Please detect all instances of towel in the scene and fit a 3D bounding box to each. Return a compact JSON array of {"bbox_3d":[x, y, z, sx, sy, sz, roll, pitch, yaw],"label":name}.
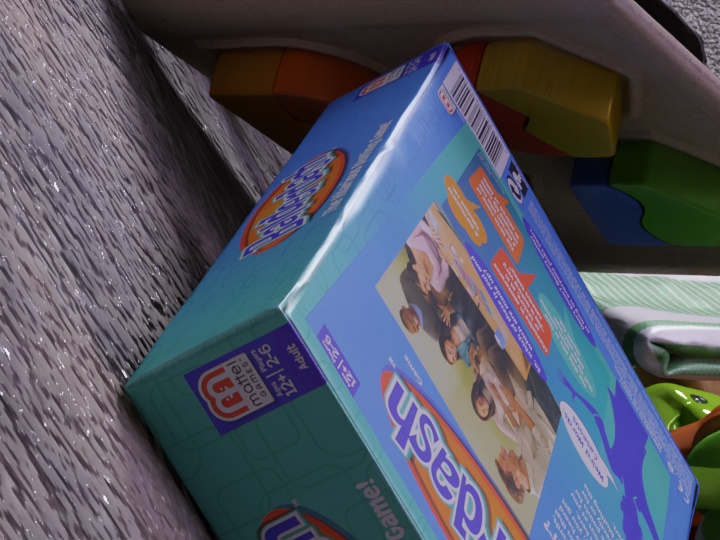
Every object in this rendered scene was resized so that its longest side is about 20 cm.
[{"bbox_3d":[0.112,-0.010,0.966,0.152,0.024,0.200,3,26,-32],"label":"towel"}]

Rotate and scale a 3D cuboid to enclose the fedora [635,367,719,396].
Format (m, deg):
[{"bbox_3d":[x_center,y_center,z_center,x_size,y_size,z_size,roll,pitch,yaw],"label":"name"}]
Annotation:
[{"bbox_3d":[0.135,0.047,1.201,0.201,0.200,0.082,59,30,-8],"label":"fedora"}]

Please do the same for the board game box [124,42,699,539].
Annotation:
[{"bbox_3d":[0.024,0.043,0.613,0.153,0.045,0.200,60,21,-12],"label":"board game box"}]

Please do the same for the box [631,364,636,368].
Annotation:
[{"bbox_3d":[0.060,-0.013,1.118,0.075,0.100,0.200,57,8,-30],"label":"box"}]

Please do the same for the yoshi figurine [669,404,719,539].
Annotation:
[{"bbox_3d":[0.122,0.109,0.764,0.200,0.112,0.113,-83,177,-83],"label":"yoshi figurine"}]

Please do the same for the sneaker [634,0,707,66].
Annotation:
[{"bbox_3d":[0.011,-0.095,0.831,0.104,0.199,0.060,49,56,-52],"label":"sneaker"}]

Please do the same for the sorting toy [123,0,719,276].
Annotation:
[{"bbox_3d":[0.042,-0.045,0.802,0.200,0.184,0.037,39,62,-45],"label":"sorting toy"}]

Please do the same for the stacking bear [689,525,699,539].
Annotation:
[{"bbox_3d":[0.188,0.139,0.925,0.200,0.121,0.114,54,17,-8],"label":"stacking bear"}]

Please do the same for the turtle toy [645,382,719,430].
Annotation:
[{"bbox_3d":[0.134,0.111,1.084,0.146,0.101,0.200,63,1,23],"label":"turtle toy"}]
